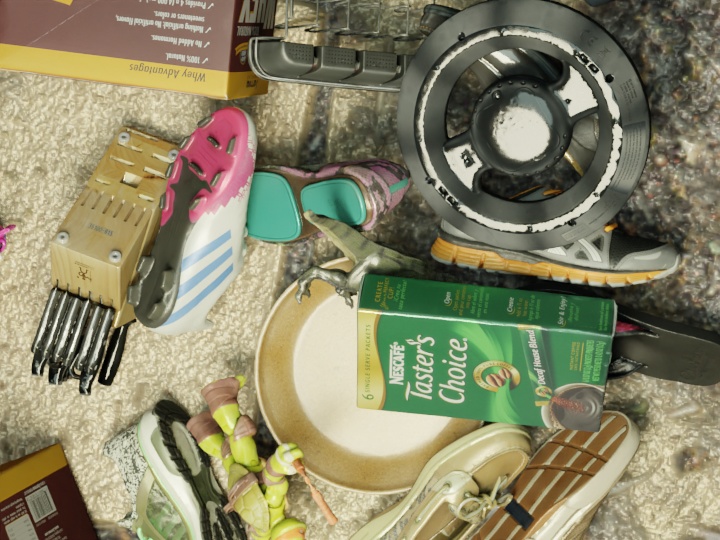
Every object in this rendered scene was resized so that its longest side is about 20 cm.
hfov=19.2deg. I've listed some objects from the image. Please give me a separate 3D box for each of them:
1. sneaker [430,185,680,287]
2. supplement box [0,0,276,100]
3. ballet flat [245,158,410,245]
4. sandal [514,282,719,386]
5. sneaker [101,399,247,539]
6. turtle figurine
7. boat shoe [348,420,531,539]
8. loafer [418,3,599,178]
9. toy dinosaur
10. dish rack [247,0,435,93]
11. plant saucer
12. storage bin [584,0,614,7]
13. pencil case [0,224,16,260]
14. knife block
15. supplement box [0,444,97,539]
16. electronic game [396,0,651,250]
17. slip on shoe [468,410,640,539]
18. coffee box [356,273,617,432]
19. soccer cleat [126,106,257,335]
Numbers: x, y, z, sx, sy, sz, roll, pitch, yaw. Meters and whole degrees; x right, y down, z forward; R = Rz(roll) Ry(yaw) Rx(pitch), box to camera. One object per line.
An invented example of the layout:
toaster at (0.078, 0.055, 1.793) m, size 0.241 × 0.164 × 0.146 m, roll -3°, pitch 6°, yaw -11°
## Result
sneaker at (0.158, -0.029, 1.706) m, size 0.200 × 0.078 × 0.077 m, roll 9°, pitch 90°, yaw 10°
supplement box at (-0.173, -0.249, 1.717) m, size 0.197 × 0.133 × 0.200 m, roll 8°, pitch 98°, yaw 10°
ballet flat at (-0.033, -0.060, 1.730) m, size 0.200 × 0.071 × 0.069 m, roll -3°, pitch 104°, yaw 50°
sandal at (0.197, 0.059, 1.707) m, size 0.200 × 0.045 × 0.075 m, roll 13°, pitch 139°, yaw 8°
sneaker at (-0.159, 0.213, 1.808) m, size 0.089 × 0.077 × 0.200 m, roll -22°, pitch 86°, yaw 26°
turtle figurine at (-0.087, 0.178, 1.754) m, size 0.064 × 0.200 × 0.161 m, roll -24°, pitch 64°, yaw -18°
boat shoe at (0.069, 0.202, 1.735) m, size 0.200 × 0.073 × 0.063 m, roll -46°, pitch 45°, yaw 19°
loafer at (0.127, -0.141, 1.683) m, size 0.200 × 0.073 × 0.072 m, roll 31°, pitch 93°, yaw -3°
toy dinosaur at (0.000, 0.000, 1.687) m, size 0.088 × 0.200 × 0.048 m, roll -28°, pitch 51°, yaw 35°
dish rack at (-0.006, -0.246, 1.692) m, size 0.153 × 0.055 × 0.200 m, roll 3°, pitch 90°, yaw -29°
plant saucer at (0.012, 0.084, 1.767) m, size 0.200 × 0.035 × 0.201 m, roll 1°, pitch 96°, yaw 11°
storage bin at (0.200, -0.302, 1.641) m, size 0.134 × 0.146 × 0.200 m, roll -30°, pitch 90°, yaw 23°
pencil case at (-0.364, 0.040, 1.816) m, size 0.088 × 0.088 × 0.200 m, roll 22°, pitch 102°, yaw 8°
knife block at (-0.211, 0.003, 1.799) m, size 0.064 × 0.176 × 0.200 m, roll 21°, pitch 55°, yaw 8°
supplement box at (-0.301, 0.274, 1.762) m, size 0.133 × 0.197 × 0.200 m, roll -21°, pitch 91°, yaw 13°
electronic game at (0.125, -0.112, 1.642) m, size 0.200 × 0.042 × 0.200 m, roll 5°, pitch 108°, yaw 16°
slip on shoe at (0.161, 0.200, 1.741) m, size 0.061 × 0.076 × 0.200 m, roll 37°, pitch 95°, yaw -35°
coffee box at (0.096, 0.067, 1.674) m, size 0.200 × 0.044 × 0.123 m, roll 7°, pitch 137°, yaw 4°
soccer cleat at (-0.123, -0.039, 1.742) m, size 0.070 × 0.086 × 0.200 m, roll 37°, pitch 108°, yaw 40°
